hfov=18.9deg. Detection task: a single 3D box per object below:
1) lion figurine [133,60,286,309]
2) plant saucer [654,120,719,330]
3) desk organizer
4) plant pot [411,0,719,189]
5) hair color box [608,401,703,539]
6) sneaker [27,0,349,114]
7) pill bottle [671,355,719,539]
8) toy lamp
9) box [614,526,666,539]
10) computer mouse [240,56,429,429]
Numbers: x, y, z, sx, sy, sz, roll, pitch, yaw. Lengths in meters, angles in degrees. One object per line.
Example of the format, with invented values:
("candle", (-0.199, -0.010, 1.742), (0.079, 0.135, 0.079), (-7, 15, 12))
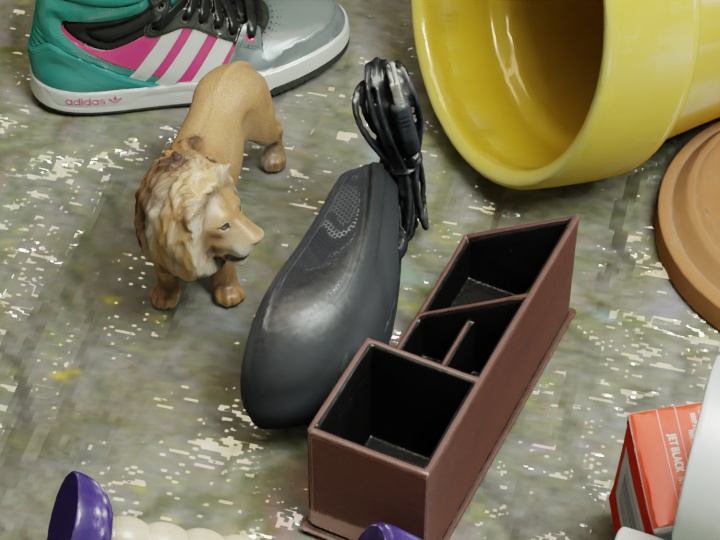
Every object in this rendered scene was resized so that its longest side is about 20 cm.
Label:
("lion figurine", (-0.081, -0.059, 1.184), (0.072, 0.123, 0.201), (2, 45, 2))
("plant saucer", (0.266, -0.028, 1.219), (0.198, 0.033, 0.201), (0, 46, 0))
("desk organizer", (0.045, 0.050, 1.110), (0.071, 0.077, 0.201), (19, 49, 17))
("plant pot", (0.157, -0.155, 1.245), (0.187, 0.202, 0.201), (-8, 44, -30))
("hair color box", (0.223, 0.099, 1.025), (0.198, 0.111, 0.064), (-7, 63, -3))
("sneaker", (-0.104, -0.167, 1.289), (0.198, 0.121, 0.084), (-10, 46, -11))
("pill bottle", (0.235, 0.100, 0.901), (0.198, 0.113, 0.113), (14, 47, 13))
("toy lamp", (-0.044, 0.135, 1.006), (0.198, 0.058, 0.059), (15, 42, -20))
("box", (0.187, 0.210, 0.939), (0.198, 0.102, 0.113), (15, 47, 14))
("computer mouse", (0.000, 0.000, 1.134), (0.052, 0.139, 0.201), (15, 57, 19))
